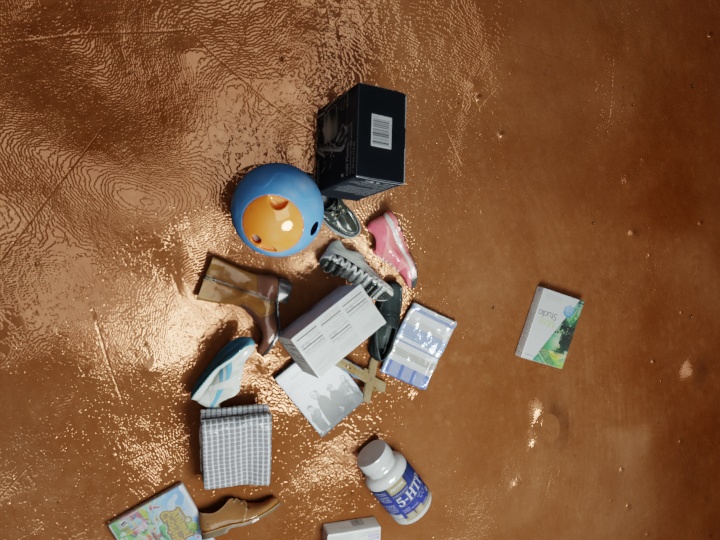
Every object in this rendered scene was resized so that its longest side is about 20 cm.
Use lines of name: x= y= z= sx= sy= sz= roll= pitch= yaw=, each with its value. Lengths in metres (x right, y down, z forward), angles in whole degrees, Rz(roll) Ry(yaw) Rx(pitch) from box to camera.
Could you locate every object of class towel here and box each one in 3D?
towel: x=0.151 y=0.195 z=1.590 sx=0.146 sy=0.024 sz=0.201 roll=27 pitch=89 yaw=-22
towel: x=-0.285 y=0.411 z=1.428 sx=0.165 sy=0.086 sz=0.201 roll=-4 pitch=113 yaw=-17

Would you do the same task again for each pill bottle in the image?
pill bottle: x=0.081 y=0.531 z=1.571 sx=0.120 sy=0.120 sz=0.200 roll=-39 pitch=108 yaw=-9

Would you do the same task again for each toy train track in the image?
toy train track: x=-0.012 y=0.253 z=1.525 sx=0.200 sy=0.032 sz=0.115 roll=36 pitch=55 yaw=-37

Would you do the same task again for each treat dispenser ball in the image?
treat dispenser ball: x=-0.179 y=-0.130 z=1.338 sx=0.200 sy=0.201 sz=0.202 roll=-3 pitch=99 yaw=-18

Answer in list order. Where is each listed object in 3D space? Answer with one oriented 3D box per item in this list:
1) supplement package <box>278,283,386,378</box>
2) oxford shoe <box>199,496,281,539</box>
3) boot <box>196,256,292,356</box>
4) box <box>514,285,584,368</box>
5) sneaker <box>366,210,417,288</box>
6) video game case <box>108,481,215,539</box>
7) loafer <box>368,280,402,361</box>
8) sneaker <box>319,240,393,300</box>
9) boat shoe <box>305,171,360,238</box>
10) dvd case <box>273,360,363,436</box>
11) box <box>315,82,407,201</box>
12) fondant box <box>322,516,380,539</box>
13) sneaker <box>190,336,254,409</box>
supplement package: x=-0.070 y=0.135 z=1.422 sx=0.200 sy=0.156 sz=0.111 roll=-37 pitch=99 yaw=-18
oxford shoe: x=-0.287 y=0.574 z=1.485 sx=0.199 sy=0.071 sz=0.072 roll=-11 pitch=76 yaw=-26
boot: x=-0.273 y=0.085 z=1.412 sx=0.199 sy=0.068 sz=0.189 roll=16 pitch=95 yaw=-18
box: x=0.520 y=0.157 z=1.703 sx=0.144 sy=0.036 sz=0.201 roll=17 pitch=94 yaw=-20
sneaker: x=0.076 y=-0.043 z=1.517 sx=0.086 sy=0.074 sz=0.201 roll=-22 pitch=101 yaw=0
video game case: x=-0.458 y=0.624 z=1.457 sx=0.181 sy=0.022 sz=0.201 roll=-27 pitch=106 yaw=-13
loafer: x=0.069 y=0.127 z=1.529 sx=0.068 sy=0.070 sz=0.202 roll=13 pitch=93 yaw=-19
sneaker: x=0.000 y=0.000 z=1.479 sx=0.200 sy=0.075 sz=0.081 roll=34 pitch=49 yaw=-15
boat shoe: x=-0.071 y=-0.147 z=1.448 sx=0.200 sy=0.057 sz=0.069 roll=45 pitch=83 yaw=-19
dvd case: x=-0.096 y=0.289 z=1.525 sx=0.150 sy=0.025 sz=0.200 roll=-38 pitch=107 yaw=-9
box: x=-0.003 y=-0.271 z=1.350 sx=0.123 sy=0.196 sz=0.201 roll=5 pitch=83 yaw=-28
fondant box: x=-0.026 y=0.750 z=1.602 sx=0.143 sy=0.058 sz=0.201 roll=-1 pitch=98 yaw=-18
sneaker: x=-0.299 y=0.232 z=1.413 sx=0.081 sy=0.077 sz=0.200 roll=36 pitch=107 yaw=-22
